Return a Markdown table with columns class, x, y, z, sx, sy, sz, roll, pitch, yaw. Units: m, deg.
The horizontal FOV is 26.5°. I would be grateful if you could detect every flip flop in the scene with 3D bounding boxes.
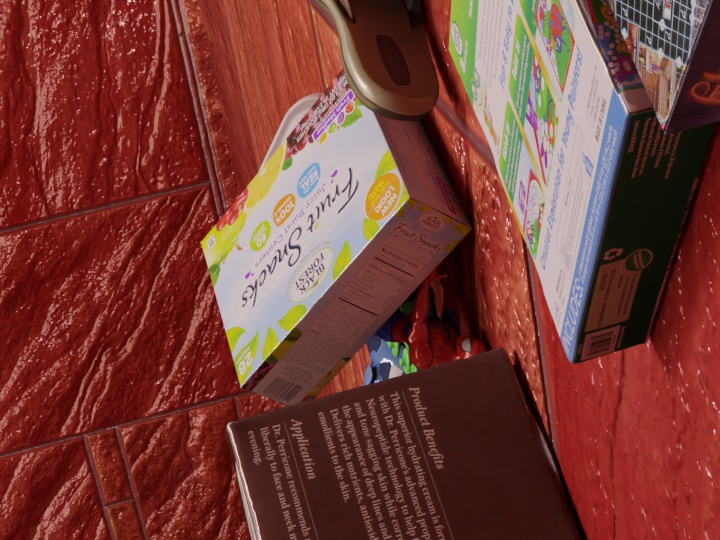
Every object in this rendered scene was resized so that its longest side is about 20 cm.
| class | x | y | z | sx | sy | sz | roll | pitch | yaw |
| --- | --- | --- | --- | --- | --- | --- | --- | --- | --- |
| flip flop | 0.006 | -0.191 | 1.035 | 0.058 | 0.081 | 0.201 | 116 | 142 | -52 |

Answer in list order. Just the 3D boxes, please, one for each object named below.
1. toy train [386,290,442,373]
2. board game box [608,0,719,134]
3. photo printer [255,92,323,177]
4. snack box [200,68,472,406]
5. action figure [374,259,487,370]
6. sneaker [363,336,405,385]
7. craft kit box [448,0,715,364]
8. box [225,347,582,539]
| class | x | y | z | sx | sy | sz | roll | pitch | yaw |
| --- | --- | --- | --- | --- | --- | --- | --- | --- | --- |
| toy train | 0.042 | 0.043 | 1.305 | 0.200 | 0.041 | 0.057 | -121 | 29 | -68 |
| board game box | 0.105 | -0.153 | 0.476 | 0.200 | 0.034 | 0.136 | 92 | 163 | -64 |
| photo printer | -0.059 | -0.065 | 1.404 | 0.166 | 0.069 | 0.201 | 53 | -118 | -84 |
| snack box | -0.025 | -0.026 | 1.132 | 0.200 | 0.067 | 0.169 | -49 | 38 | 26 |
| action figure | 0.028 | 0.016 | 1.161 | 0.200 | 0.065 | 0.100 | 24 | 106 | 45 |
| sneaker | 0.027 | 0.127 | 1.406 | 0.074 | 0.082 | 0.201 | 84 | 170 | -60 |
| craft kit box | 0.090 | -0.091 | 0.682 | 0.200 | 0.048 | 0.198 | 89 | 163 | -60 |
| box | 0.028 | 0.182 | 1.029 | 0.165 | 0.199 | 0.167 | 87 | 167 | -57 |
